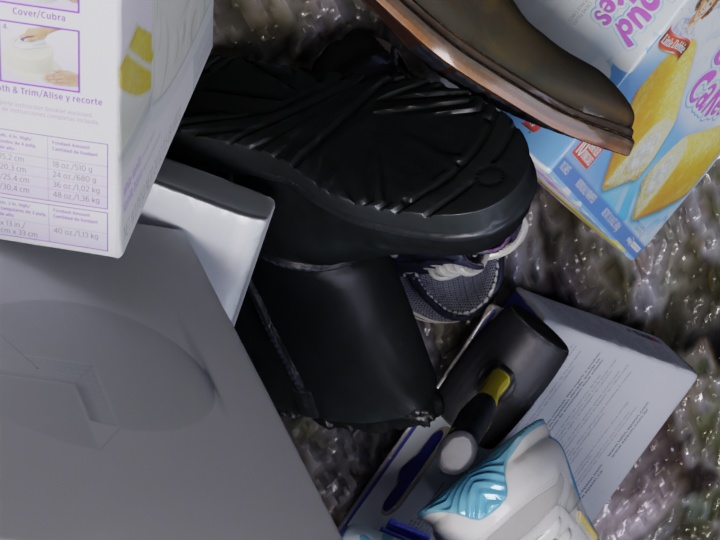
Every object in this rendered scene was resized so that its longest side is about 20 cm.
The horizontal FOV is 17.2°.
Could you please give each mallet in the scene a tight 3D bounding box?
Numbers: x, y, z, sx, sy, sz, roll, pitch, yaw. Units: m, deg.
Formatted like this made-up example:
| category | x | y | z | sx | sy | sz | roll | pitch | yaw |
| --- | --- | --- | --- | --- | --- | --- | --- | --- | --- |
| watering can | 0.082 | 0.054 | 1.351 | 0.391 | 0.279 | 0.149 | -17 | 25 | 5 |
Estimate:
| category | x | y | z | sx | sy | sz | roll | pitch | yaw |
| --- | --- | --- | --- | --- | --- | --- | --- | --- | --- |
| mallet | 0.048 | 0.068 | 1.056 | 0.066 | 0.041 | 0.200 | -53 | 177 | 19 |

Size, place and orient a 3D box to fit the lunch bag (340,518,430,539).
| category | x | y | z | sx | sy | sz | roll | pitch | yaw |
| --- | --- | --- | --- | --- | --- | --- | --- | --- | --- |
| lunch bag | 0.003 | 0.204 | 1.101 | 0.200 | 0.082 | 0.161 | 84 | 25 | -74 |

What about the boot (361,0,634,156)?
| category | x | y | z | sx | sy | sz | roll | pitch | yaw |
| --- | --- | --- | --- | --- | --- | --- | --- | --- | --- |
| boot | 0.041 | -0.128 | 0.931 | 0.199 | 0.075 | 0.097 | 31 | 91 | -7 |

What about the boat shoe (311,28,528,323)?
| category | x | y | z | sx | sy | sz | roll | pitch | yaw |
| --- | --- | --- | --- | --- | --- | --- | --- | --- | --- |
| boat shoe | 0.039 | -0.018 | 1.073 | 0.075 | 0.093 | 0.200 | -44 | 143 | -6 |

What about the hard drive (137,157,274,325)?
| category | x | y | z | sx | sy | sz | roll | pitch | yaw |
| --- | --- | --- | --- | --- | --- | --- | --- | --- | --- |
| hard drive | -0.126 | 0.039 | 0.954 | 0.027 | 0.131 | 0.201 | -71 | -179 | -65 |

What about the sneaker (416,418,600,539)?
| category | x | y | z | sx | sy | sz | roll | pitch | yaw |
| --- | --- | --- | --- | --- | --- | --- | --- | --- | --- |
| sneaker | 0.084 | 0.130 | 1.142 | 0.076 | 0.081 | 0.200 | -36 | 161 | 2 |

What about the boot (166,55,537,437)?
| category | x | y | z | sx | sy | sz | roll | pitch | yaw |
| --- | --- | --- | --- | --- | --- | --- | --- | --- | --- |
| boot | 0.000 | 0.001 | 0.977 | 0.073 | 0.198 | 0.163 | -47 | 137 | -34 |

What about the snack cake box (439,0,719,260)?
| category | x | y | z | sx | sy | sz | roll | pitch | yaw |
| --- | --- | --- | --- | --- | --- | --- | --- | --- | --- |
| snack cake box | 0.117 | -0.085 | 1.068 | 0.115 | 0.067 | 0.200 | -50 | 160 | 3 |

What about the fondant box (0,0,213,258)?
| category | x | y | z | sx | sy | sz | roll | pitch | yaw |
| --- | --- | --- | --- | --- | --- | --- | --- | --- | --- |
| fondant box | -0.090 | -0.127 | 0.823 | 0.145 | 0.058 | 0.201 | -74 | 170 | -51 |

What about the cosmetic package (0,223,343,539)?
| category | x | y | z | sx | sy | sz | roll | pitch | yaw |
| --- | --- | --- | --- | --- | --- | --- | --- | --- | --- |
| cosmetic package | -0.140 | 0.074 | 0.807 | 0.199 | 0.200 | 0.123 | 12 | 120 | -31 |

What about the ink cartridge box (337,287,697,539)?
| category | x | y | z | sx | sy | sz | roll | pitch | yaw |
| --- | --- | --- | --- | --- | --- | --- | --- | --- | --- |
| ink cartridge box | 0.061 | 0.104 | 1.241 | 0.200 | 0.043 | 0.197 | 20 | 109 | -49 |
